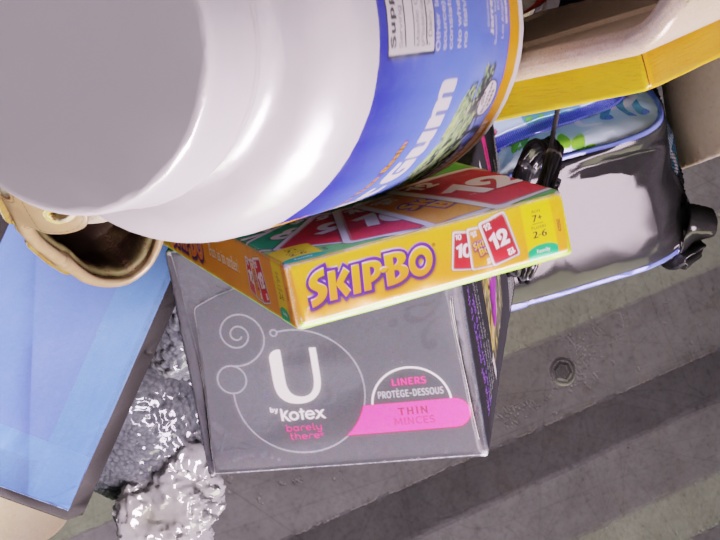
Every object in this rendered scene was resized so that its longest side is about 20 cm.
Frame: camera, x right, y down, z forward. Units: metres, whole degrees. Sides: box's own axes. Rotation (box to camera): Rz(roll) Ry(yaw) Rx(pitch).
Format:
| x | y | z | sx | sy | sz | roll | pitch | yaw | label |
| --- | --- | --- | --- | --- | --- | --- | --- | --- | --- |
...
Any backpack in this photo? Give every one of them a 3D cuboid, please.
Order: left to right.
| x | y | z | sx | sy | sz | roll | pitch | yaw | label |
| --- | --- | --- | --- | --- | --- | --- | --- | --- | --- |
| 0.072 | -0.079 | 1.035 | 0.182 | 0.147 | 0.200 | -19 | -152 | 1 | backpack |

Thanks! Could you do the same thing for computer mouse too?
| x | y | z | sx | sy | sz | roll | pitch | yaw | label |
| --- | --- | --- | --- | --- | --- | --- | --- | --- | --- |
| 0.104 | -0.089 | 0.852 | 0.034 | 0.201 | 0.059 | 16 | 179 | -13 | computer mouse |

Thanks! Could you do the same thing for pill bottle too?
| x | y | z | sx | sy | sz | roll | pitch | yaw | label |
| --- | --- | --- | --- | --- | --- | --- | --- | --- | --- |
| -0.033 | -0.068 | 0.553 | 0.112 | 0.113 | 0.200 | -21 | -179 | 26 | pill bottle |

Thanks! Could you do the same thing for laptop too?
| x | y | z | sx | sy | sz | roll | pitch | yaw | label |
| --- | --- | --- | --- | --- | --- | --- | --- | --- | --- |
| -0.133 | 0.014 | 0.798 | 0.103 | 0.178 | 0.200 | 23 | 174 | -5 | laptop |

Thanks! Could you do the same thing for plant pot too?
| x | y | z | sx | sy | sz | roll | pitch | yaw | label |
| --- | --- | --- | --- | --- | --- | --- | --- | --- | --- |
| -0.200 | 0.021 | 0.921 | 0.135 | 0.200 | 0.200 | -58 | 166 | 19 | plant pot |

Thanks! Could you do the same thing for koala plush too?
| x | y | z | sx | sy | sz | roll | pitch | yaw | label |
| --- | --- | --- | --- | --- | --- | --- | --- | --- | --- |
| -0.102 | 0.050 | 1.059 | 0.183 | 0.177 | 0.201 | 11 | 116 | -44 | koala plush |

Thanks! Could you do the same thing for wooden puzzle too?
| x | y | z | sx | sy | sz | roll | pitch | yaw | label |
| --- | --- | --- | --- | --- | --- | --- | --- | --- | --- |
| 0.086 | -0.085 | 0.717 | 0.199 | 0.037 | 0.185 | -15 | -172 | 42 | wooden puzzle |

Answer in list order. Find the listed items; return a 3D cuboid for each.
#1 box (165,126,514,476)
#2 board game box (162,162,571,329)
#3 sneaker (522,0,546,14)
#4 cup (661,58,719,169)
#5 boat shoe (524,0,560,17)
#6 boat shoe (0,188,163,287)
| x | y | z | sx | sy | sz | roll | pitch | yaw | label |
| --- | --- | --- | --- | --- | --- | --- | --- | --- | --- |
| 0.000 | 0.000 | 0.845 | 0.122 | 0.107 | 0.200 | -5 | -161 | 11 | box |
| -0.010 | -0.019 | 0.678 | 0.095 | 0.030 | 0.200 | -15 | -169 | -17 | board game box |
| -0.007 | -0.102 | 0.683 | 0.108 | 0.068 | 0.201 | -24 | -176 | -29 | sneaker |
| 0.243 | -0.157 | 1.030 | 0.199 | 0.144 | 0.200 | -21 | 179 | 0 | cup |
| 0.055 | -0.123 | 0.866 | 0.066 | 0.072 | 0.200 | -14 | 180 | 42 | boat shoe |
| -0.097 | -0.047 | 0.644 | 0.074 | 0.066 | 0.200 | -38 | 167 | -7 | boat shoe |
